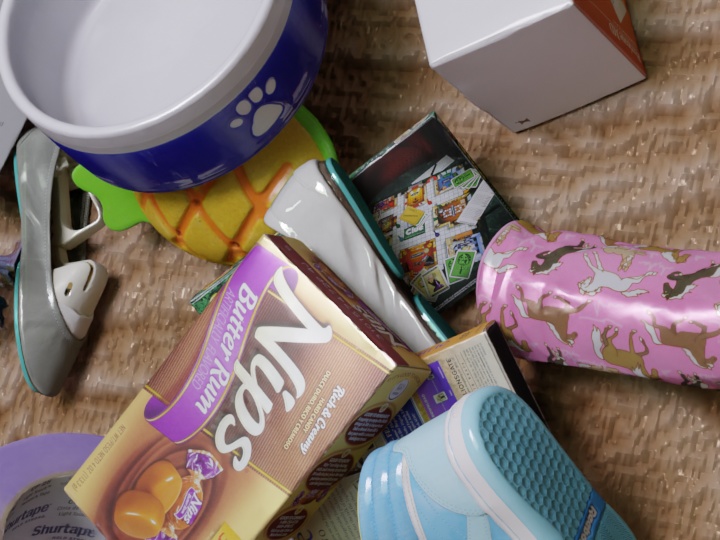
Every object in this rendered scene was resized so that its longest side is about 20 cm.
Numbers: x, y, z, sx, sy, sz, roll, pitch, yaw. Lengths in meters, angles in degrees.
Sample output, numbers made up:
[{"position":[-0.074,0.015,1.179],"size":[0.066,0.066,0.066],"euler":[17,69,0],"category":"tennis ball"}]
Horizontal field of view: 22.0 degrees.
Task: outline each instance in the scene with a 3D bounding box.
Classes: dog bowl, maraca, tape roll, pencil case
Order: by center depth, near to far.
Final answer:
[{"position":[0.162,0.019,1.061],"size":[0.199,0.086,0.083],"euler":[6,97,31],"category":"pencil case"},{"position":[-0.164,0.199,1.117],"size":[0.200,0.199,0.085],"euler":[54,132,31],"category":"tape roll"},{"position":[-0.123,-0.152,1.155],"size":[0.199,0.079,0.201],"euler":[-11,60,20],"category":"dog bowl"},{"position":[-0.104,-0.069,1.219],"size":[0.199,0.107,0.138],"euler":[10,115,20],"category":"maraca"}]

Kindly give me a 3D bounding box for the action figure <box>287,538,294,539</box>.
[{"position":[0.011,0.241,1.038],"size":[0.199,0.194,0.105],"euler":[-19,22,43],"category":"action figure"}]

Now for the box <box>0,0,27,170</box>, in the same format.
[{"position":[-0.327,-0.182,1.324],"size":[0.201,0.198,0.131],"euler":[-63,28,0],"category":"box"}]

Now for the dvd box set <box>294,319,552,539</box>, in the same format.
[{"position":[0.023,0.133,1.098],"size":[0.199,0.029,0.147],"euler":[-25,95,22],"category":"dvd box set"}]

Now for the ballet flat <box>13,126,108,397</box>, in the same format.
[{"position":[-0.208,-0.013,1.300],"size":[0.063,0.067,0.201],"euler":[-12,69,17],"category":"ballet flat"}]

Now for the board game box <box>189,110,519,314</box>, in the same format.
[{"position":[0.000,0.000,1.163],"size":[0.200,0.023,0.105],"euler":[-36,100,15],"category":"board game box"}]

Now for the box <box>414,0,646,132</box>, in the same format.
[{"position":[0.091,-0.208,1.148],"size":[0.097,0.124,0.201],"euler":[-21,66,23],"category":"box"}]

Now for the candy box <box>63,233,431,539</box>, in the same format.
[{"position":[-0.067,0.093,1.071],"size":[0.117,0.056,0.200],"euler":[45,104,23],"category":"candy box"}]

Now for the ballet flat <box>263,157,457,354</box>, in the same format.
[{"position":[0.012,0.026,1.122],"size":[0.069,0.069,0.200],"euler":[-36,91,16],"category":"ballet flat"}]

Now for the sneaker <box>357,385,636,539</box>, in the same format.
[{"position":[0.076,0.163,1.039],"size":[0.130,0.080,0.200],"euler":[-24,106,36],"category":"sneaker"}]

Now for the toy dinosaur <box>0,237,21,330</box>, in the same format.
[{"position":[-0.333,-0.004,1.324],"size":[0.180,0.200,0.105],"euler":[7,58,6],"category":"toy dinosaur"}]
